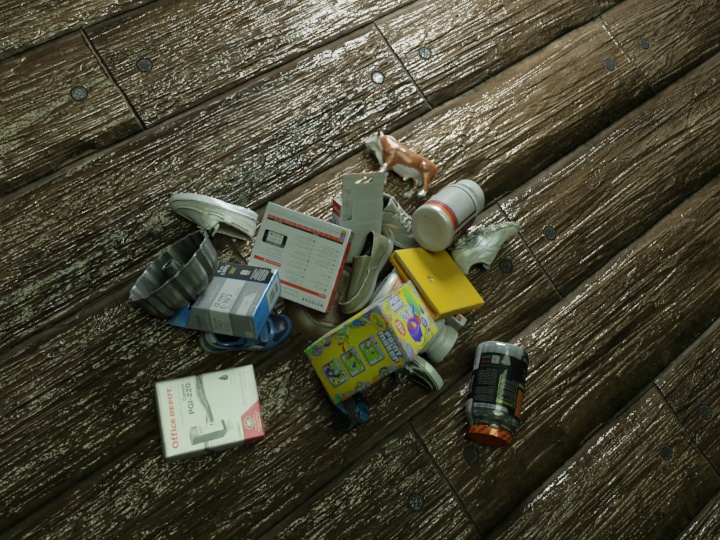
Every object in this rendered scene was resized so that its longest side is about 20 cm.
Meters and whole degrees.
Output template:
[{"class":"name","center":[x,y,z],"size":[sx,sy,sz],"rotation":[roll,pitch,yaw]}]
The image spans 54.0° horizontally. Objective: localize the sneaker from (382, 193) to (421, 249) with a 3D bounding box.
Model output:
[{"class":"sneaker","center":[0.077,-0.121,1.633],"size":[0.196,0.092,0.077],"rotation":[28,64,-6]}]

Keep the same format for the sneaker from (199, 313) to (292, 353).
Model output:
[{"class":"sneaker","center":[-0.232,0.128,1.462],"size":[0.194,0.082,0.076],"rotation":[-10,72,-21]}]

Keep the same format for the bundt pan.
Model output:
[{"class":"bundt pan","center":[-0.363,0.015,1.414],"size":[0.203,0.200,0.076],"rotation":[-50,116,-24]}]

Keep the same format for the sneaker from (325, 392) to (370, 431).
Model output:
[{"class":"sneaker","center":[-0.047,0.235,1.478],"size":[0.073,0.081,0.204],"rotation":[26,40,-50]}]

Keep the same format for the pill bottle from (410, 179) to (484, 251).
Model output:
[{"class":"pill bottle","center":[0.207,-0.133,1.640],"size":[0.110,0.110,0.199],"rotation":[47,44,4]}]

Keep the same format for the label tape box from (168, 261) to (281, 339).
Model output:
[{"class":"label tape box","center":[-0.275,0.053,1.423],"size":[0.194,0.067,0.145],"rotation":[9,41,12]}]

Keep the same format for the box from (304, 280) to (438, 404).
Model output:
[{"class":"box","center":[0.026,0.138,1.398],"size":[0.124,0.190,0.199],"rotation":[58,26,2]}]

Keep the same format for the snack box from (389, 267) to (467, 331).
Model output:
[{"class":"snack box","center":[0.148,0.066,1.598],"size":[0.199,0.072,0.024],"rotation":[40,65,0]}]

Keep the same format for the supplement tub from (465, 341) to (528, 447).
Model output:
[{"class":"supplement tub","center":[0.296,0.270,1.542],"size":[0.119,0.123,0.205],"rotation":[19,67,-8]}]

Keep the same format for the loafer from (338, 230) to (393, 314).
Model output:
[{"class":"loafer","center":[0.000,0.000,1.527],"size":[0.069,0.074,0.203],"rotation":[41,62,-30]}]

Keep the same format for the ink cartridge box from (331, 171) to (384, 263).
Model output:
[{"class":"ink cartridge box","center":[-0.007,-0.123,1.561],"size":[0.106,0.050,0.206],"rotation":[-7,116,-24]}]

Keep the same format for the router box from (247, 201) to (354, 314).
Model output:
[{"class":"router box","center":[-0.133,-0.027,1.507],"size":[0.195,0.049,0.184],"rotation":[19,86,8]}]

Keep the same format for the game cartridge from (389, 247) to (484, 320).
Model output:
[{"class":"game cartridge","center":[0.173,0.024,1.579],"size":[0.197,0.033,0.178],"rotation":[-5,55,-52]}]

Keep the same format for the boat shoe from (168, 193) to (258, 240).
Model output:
[{"class":"boat shoe","center":[-0.321,-0.109,1.530],"size":[0.195,0.071,0.072],"rotation":[15,64,-18]}]

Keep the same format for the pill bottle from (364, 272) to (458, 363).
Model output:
[{"class":"pill bottle","center":[0.114,0.107,1.549],"size":[0.198,0.112,0.113],"rotation":[38,65,-5]}]

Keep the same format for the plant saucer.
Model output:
[{"class":"plant saucer","center":[-0.068,0.059,1.559],"size":[0.194,0.037,0.207],"rotation":[5,69,-14]}]

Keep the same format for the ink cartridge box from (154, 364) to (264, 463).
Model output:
[{"class":"ink cartridge box","center":[-0.298,0.280,1.389],"size":[0.194,0.085,0.150],"rotation":[-9,73,-17]}]

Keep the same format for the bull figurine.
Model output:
[{"class":"bull figurine","center":[0.093,-0.255,1.701],"size":[0.195,0.065,0.124],"rotation":[24,70,-4]}]

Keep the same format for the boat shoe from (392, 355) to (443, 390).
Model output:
[{"class":"boat shoe","center":[0.089,0.207,1.537],"size":[0.198,0.071,0.064],"rotation":[36,65,8]}]

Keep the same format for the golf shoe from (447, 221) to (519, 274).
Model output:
[{"class":"golf shoe","center":[0.303,-0.055,1.698],"size":[0.195,0.078,0.100],"rotation":[-20,95,-17]}]
